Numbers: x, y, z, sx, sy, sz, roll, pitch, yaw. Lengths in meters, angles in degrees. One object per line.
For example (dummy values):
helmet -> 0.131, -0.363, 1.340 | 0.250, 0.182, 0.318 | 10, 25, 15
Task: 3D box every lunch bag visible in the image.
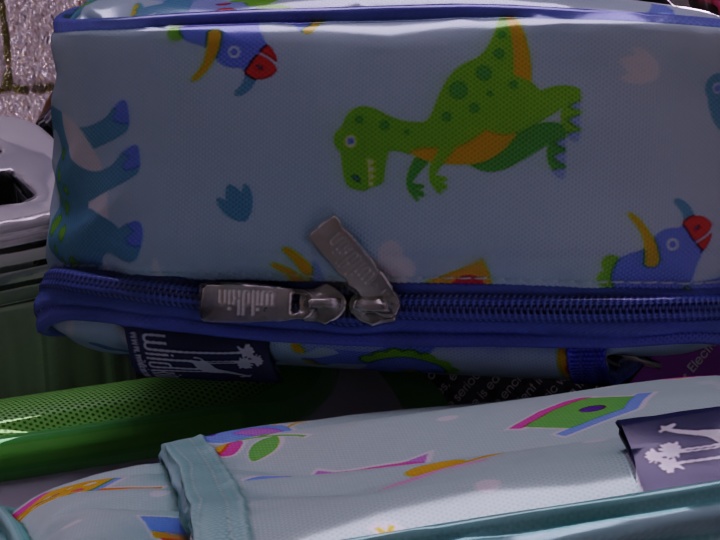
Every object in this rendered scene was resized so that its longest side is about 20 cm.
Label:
lunch bag -> 0.012, 0.062, 0.455 | 0.160, 0.077, 0.200 | -6, -1, -7
lunch bag -> 0.023, -0.020, 0.620 | 0.160, 0.083, 0.200 | 1, 2, 9

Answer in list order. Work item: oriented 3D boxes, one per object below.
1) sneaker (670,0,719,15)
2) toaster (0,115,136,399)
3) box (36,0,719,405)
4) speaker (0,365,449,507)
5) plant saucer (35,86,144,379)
sneaker -> 0.140, -0.066, 0.950 | 0.200, 0.079, 0.095 | -7, -22, 3
toaster -> -0.131, 0.039, 0.702 | 0.200, 0.129, 0.114 | -8, 24, -18
box -> 0.031, -0.026, 0.756 | 0.143, 0.200, 0.036 | -49, 11, -9
speaker -> -0.075, 0.068, 0.627 | 0.200, 0.089, 0.088 | -7, 1, -27
plant saucer -> 0.000, 0.000, 0.791 | 0.200, 0.201, 0.037 | -7, 7, -14
